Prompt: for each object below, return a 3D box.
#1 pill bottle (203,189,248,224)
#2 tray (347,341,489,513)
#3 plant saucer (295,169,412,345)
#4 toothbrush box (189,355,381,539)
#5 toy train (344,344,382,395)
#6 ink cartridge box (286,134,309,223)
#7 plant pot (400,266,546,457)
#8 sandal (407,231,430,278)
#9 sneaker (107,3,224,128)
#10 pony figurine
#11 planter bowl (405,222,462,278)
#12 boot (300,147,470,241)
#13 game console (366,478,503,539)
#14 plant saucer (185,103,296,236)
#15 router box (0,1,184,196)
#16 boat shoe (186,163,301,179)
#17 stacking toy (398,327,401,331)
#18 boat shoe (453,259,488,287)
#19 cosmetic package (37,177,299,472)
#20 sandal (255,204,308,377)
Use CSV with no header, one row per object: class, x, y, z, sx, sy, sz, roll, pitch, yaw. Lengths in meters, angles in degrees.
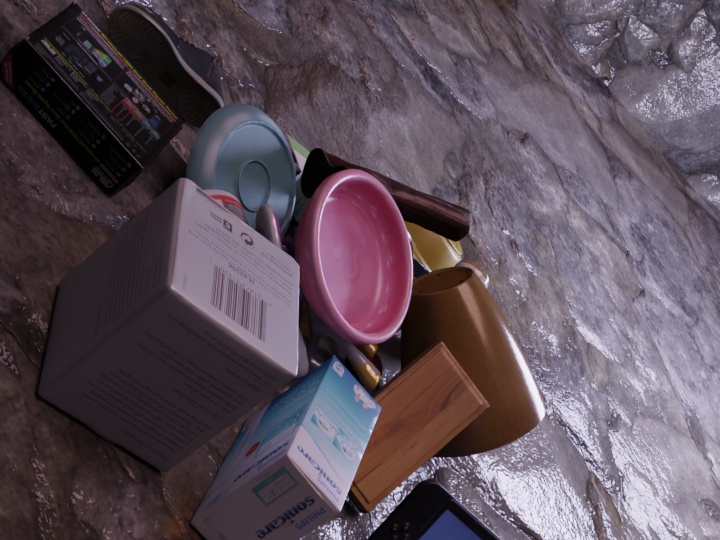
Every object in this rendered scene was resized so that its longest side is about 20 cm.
pill bottle,-0.157,0.021,1.582,0.113,0.113,0.202,14,47,-53
tray,0.049,0.185,1.673,0.199,0.037,0.099,-39,93,-20
plant saucer,-0.012,-0.013,1.631,0.200,0.050,0.203,19,66,-53
toothbrush box,-0.074,0.201,1.470,0.085,0.146,0.200,47,28,-12
toy train,0.007,0.126,1.810,0.034,0.046,0.201,29,35,-40
ink cartridge box,-0.050,-0.095,1.981,0.145,0.048,0.200,38,13,-31
plant pot,0.123,0.105,1.797,0.187,0.184,0.202,-52,128,-63
sandal,0.042,-0.040,1.884,0.075,0.048,0.200,34,0,36
sneaker,-0.255,-0.282,1.842,0.200,0.074,0.107,49,20,-32
pony figurine,-0.044,0.031,1.728,0.199,0.166,0.194,37,52,-16
planter bowl,0.092,-0.044,2.060,0.201,0.083,0.201,56,12,-19
boot,0.034,-0.094,1.827,0.198,0.065,0.186,15,9,-25
game console,0.099,0.371,1.600,0.200,0.171,0.118,43,1,-22
plant saucer,-0.138,-0.105,1.740,0.199,0.027,0.203,-4,95,-54
router box,-0.312,-0.202,1.646,0.200,0.062,0.150,49,27,-11
boat shoe,-0.157,-0.131,1.824,0.086,0.075,0.201,55,35,11
stacking toy,0.000,0.000,1.875,0.200,0.085,0.086,43,27,-40
boat shoe,0.107,0.068,1.919,0.070,0.201,0.069,34,48,11
cosmetic package,-0.185,0.056,1.392,0.167,0.199,0.167,38,31,-30
sandal,-0.082,0.020,1.618,0.082,0.049,0.205,-153,-129,-66
